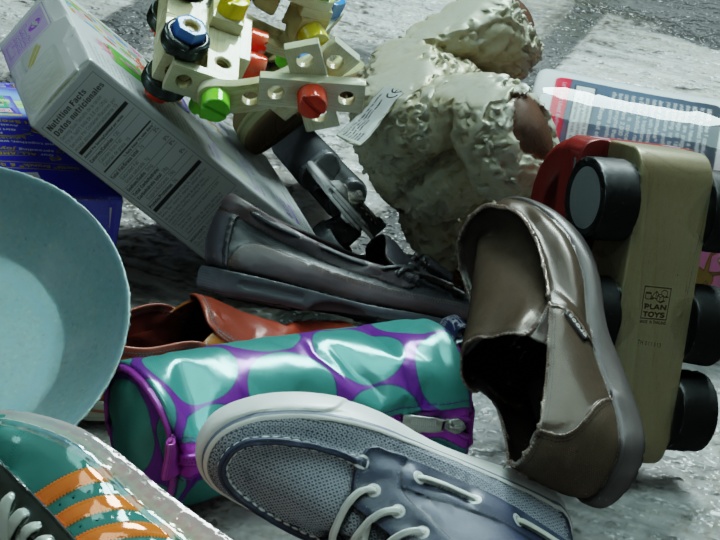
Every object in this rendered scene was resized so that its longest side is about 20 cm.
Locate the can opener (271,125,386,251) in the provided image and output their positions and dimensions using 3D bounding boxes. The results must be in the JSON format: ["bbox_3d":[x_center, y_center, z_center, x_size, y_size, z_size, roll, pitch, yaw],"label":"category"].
[{"bbox_3d":[-0.034,-0.049,1.436,0.053,0.067,0.200,47,1,-20],"label":"can opener"}]

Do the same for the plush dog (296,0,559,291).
[{"bbox_3d":[0.056,-0.063,1.366,0.160,0.172,0.200,-15,34,9],"label":"plush dog"}]

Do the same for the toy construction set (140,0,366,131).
[{"bbox_3d":[-0.062,-0.140,1.296,0.131,0.092,0.200,18,25,-17],"label":"toy construction set"}]

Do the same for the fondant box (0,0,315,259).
[{"bbox_3d":[-0.129,-0.081,1.346,0.200,0.058,0.144,40,9,-30],"label":"fondant box"}]

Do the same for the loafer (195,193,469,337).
[{"bbox_3d":[0.000,0.000,1.279,0.200,0.063,0.072,10,-2,-25],"label":"loafer"}]

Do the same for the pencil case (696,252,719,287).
[{"bbox_3d":[0.210,-0.019,1.371,0.200,0.083,0.087,19,-9,-2],"label":"pencil case"}]

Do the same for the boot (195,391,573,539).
[{"bbox_3d":[0.017,0.123,1.027,0.200,0.073,0.090,15,26,-13],"label":"boot"}]

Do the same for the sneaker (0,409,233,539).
[{"bbox_3d":[-0.128,0.133,0.973,0.200,0.071,0.080,28,35,19],"label":"sneaker"}]

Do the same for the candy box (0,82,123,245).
[{"bbox_3d":[-0.254,-0.056,1.358,0.169,0.077,0.200,2,24,-17],"label":"candy box"}]

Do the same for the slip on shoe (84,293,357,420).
[{"bbox_3d":[-0.082,0.045,1.209,0.200,0.061,0.074,-2,24,-24],"label":"slip on shoe"}]

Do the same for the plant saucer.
[{"bbox_3d":[-0.218,0.035,1.107,0.201,0.039,0.201,-1,56,1],"label":"plant saucer"}]

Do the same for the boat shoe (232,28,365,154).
[{"bbox_3d":[-0.053,-0.130,1.439,0.063,0.073,0.200,50,16,-2],"label":"boat shoe"}]

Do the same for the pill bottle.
[{"bbox_3d":[0.210,-0.065,1.468,0.200,0.120,0.120,11,25,6],"label":"pill bottle"}]

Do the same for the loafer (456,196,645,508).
[{"bbox_3d":[0.087,0.032,1.103,0.071,0.073,0.200,12,37,-29],"label":"loafer"}]

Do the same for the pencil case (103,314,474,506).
[{"bbox_3d":[-0.034,0.076,1.126,0.200,0.085,0.092,-8,20,-30],"label":"pencil case"}]

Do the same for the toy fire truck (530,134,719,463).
[{"bbox_3d":[0.142,0.008,1.246,0.129,0.176,0.200,4,8,-23],"label":"toy fire truck"}]
